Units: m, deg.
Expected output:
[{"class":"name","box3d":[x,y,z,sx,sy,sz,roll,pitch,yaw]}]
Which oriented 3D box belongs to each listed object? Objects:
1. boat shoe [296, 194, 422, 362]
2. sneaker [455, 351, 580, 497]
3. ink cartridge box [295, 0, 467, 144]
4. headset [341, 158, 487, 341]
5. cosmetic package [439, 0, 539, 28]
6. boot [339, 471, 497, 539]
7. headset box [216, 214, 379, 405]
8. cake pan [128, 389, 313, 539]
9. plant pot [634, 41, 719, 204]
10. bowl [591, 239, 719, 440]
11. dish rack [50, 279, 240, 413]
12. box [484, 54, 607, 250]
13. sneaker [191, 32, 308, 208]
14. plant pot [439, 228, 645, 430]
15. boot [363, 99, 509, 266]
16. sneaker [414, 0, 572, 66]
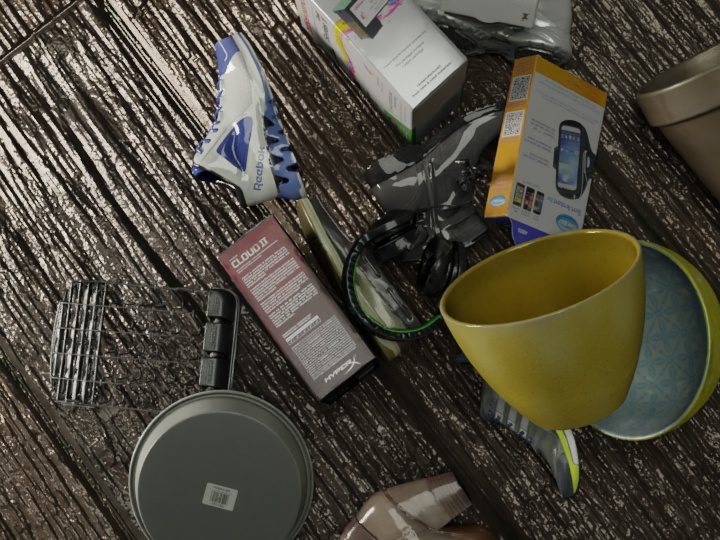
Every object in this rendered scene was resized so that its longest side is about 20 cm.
[{"class":"boat shoe","box3d":[0.000,0.000,1.168,0.065,0.072,0.202,-29,82,-11]},{"class":"sneaker","box3d":[0.172,0.152,1.138,0.080,0.074,0.202,-28,74,5]},{"class":"ink cartridge box","box3d":[0.020,-0.250,1.162,0.084,0.145,0.200,-41,82,-4]},{"class":"headset","box3d":[0.065,-0.022,1.107,0.123,0.094,0.201,35,76,-8]},{"class":"cosmetic package","box3d":[0.155,-0.366,1.163,0.106,0.085,0.202,10,52,3]},{"class":"boot","box3d":[0.077,0.315,1.120,0.145,0.070,0.201,-33,80,4]},{"class":"headset box","box3d":[-0.067,0.038,1.122,0.075,0.149,0.201,-36,82,-3]},{"class":"cake pan","box3d":[-0.147,0.229,1.126,0.197,0.037,0.204,0,98,-4]},{"class":"plant pot","box3d":[0.414,-0.152,1.118,0.198,0.200,0.175,-28,97,-2]},{"class":"bowl","box3d":[0.304,0.069,1.107,0.107,0.199,0.203,-1,78,-40]},{"class":"dish rack","box3d":[-0.239,0.086,1.173,0.197,0.055,0.156,5,80,6]},{"class":"box","box3d":[0.200,-0.115,1.155,0.118,0.041,0.203,18,82,-35]},{"class":"sneaker","box3d":[-0.143,-0.156,1.190,0.114,0.081,0.202,-21,82,-3]},{"class":"plant pot","box3d":[0.191,0.067,1.037,0.198,0.200,0.144,-20,108,0]},{"class":"boot","box3d":[0.113,-0.094,1.183,0.198,0.070,0.133,-28,87,6]},{"class":"sneaker","box3d":[0.146,-0.295,1.207,0.197,0.078,0.101,14,74,-3]}]
